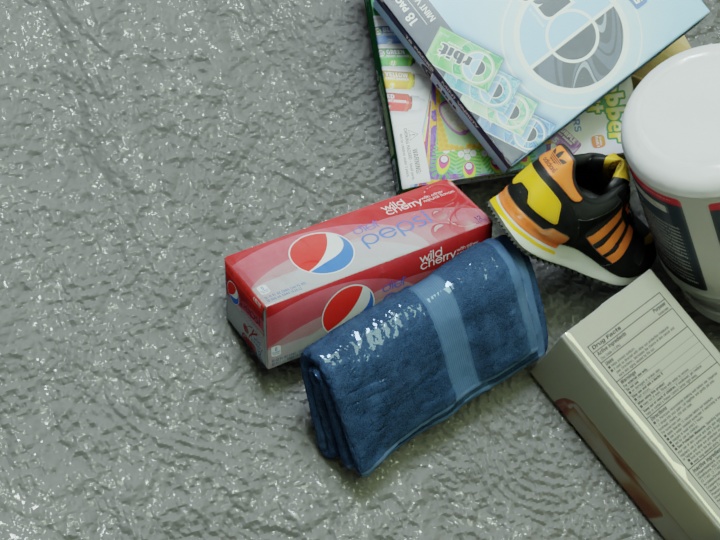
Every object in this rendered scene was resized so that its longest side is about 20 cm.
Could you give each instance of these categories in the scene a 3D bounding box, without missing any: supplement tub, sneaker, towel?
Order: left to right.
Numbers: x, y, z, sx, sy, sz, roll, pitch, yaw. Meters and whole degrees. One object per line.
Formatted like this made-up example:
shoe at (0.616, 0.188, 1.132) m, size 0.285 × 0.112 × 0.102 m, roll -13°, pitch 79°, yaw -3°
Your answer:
towel at (0.051, 0.060, 1.585) m, size 0.199 × 0.112 × 0.048 m, roll -30°, pitch 33°, yaw -24°
sneaker at (0.186, -0.046, 1.637) m, size 0.200 × 0.090 × 0.070 m, roll 12°, pitch 37°, yaw -50°
supplement tub at (0.284, -0.062, 1.632) m, size 0.140 × 0.200 × 0.141 m, roll -10°, pitch 52°, yaw 14°

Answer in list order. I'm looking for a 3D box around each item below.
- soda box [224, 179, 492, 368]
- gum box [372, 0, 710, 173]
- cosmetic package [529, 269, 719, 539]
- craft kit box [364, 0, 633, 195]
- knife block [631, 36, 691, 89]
soda box at (0.000, 0.000, 1.608) m, size 0.199 × 0.064 × 0.070 m, roll -21°, pitch 44°, yaw -23°
gum box at (0.139, -0.203, 1.653) m, size 0.200 × 0.045 × 0.170 m, roll -38°, pitch 87°, yaw -7°
cosmetic package at (0.236, 0.115, 1.625) m, size 0.103 × 0.087 × 0.200 m, roll -33°, pitch 80°, yaw -25°
craft kit box at (0.110, -0.172, 1.691) m, size 0.196 × 0.049 × 0.201 m, roll -10°, pitch 85°, yaw -7°
knife block at (0.171, -0.181, 1.755) m, size 0.175 × 0.064 × 0.201 m, roll -21°, pitch 74°, yaw -23°
